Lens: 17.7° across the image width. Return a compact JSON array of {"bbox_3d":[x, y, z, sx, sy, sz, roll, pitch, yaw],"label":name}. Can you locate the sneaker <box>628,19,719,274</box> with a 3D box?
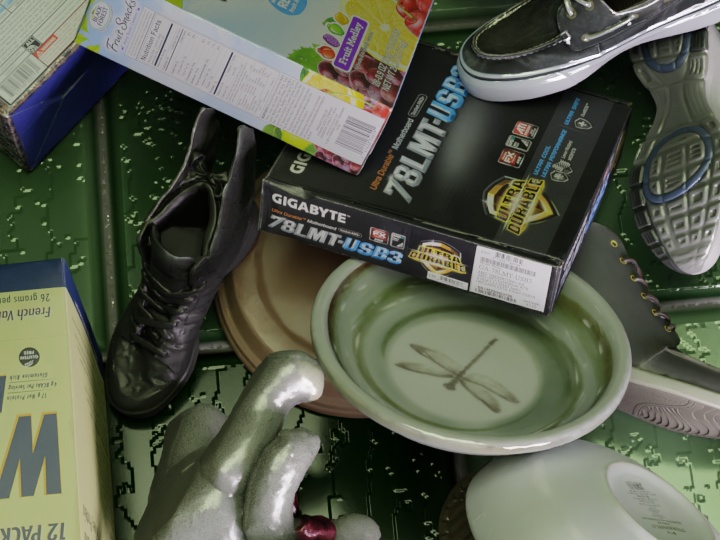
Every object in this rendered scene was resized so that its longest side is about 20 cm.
[{"bbox_3d":[0.229,-0.088,1.548,0.074,0.087,0.200,-12,62,33],"label":"sneaker"}]

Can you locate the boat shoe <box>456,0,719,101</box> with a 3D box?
[{"bbox_3d":[0.152,-0.178,1.520,0.200,0.071,0.072,-23,53,3],"label":"boat shoe"}]

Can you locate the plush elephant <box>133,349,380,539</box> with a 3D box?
[{"bbox_3d":[-0.050,0.173,1.423,0.155,0.165,0.200,35,50,-16],"label":"plush elephant"}]

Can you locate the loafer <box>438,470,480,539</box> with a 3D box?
[{"bbox_3d":[0.124,0.207,1.454,0.076,0.067,0.200,-48,59,14],"label":"loafer"}]

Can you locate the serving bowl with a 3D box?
[{"bbox_3d":[0.163,0.167,1.399,0.200,0.200,0.066,41,112,14],"label":"serving bowl"}]

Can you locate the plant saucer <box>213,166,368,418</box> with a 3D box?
[{"bbox_3d":[0.000,0.000,1.551,0.200,0.029,0.200,0,70,-1],"label":"plant saucer"}]

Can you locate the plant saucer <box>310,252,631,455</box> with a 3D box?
[{"bbox_3d":[0.066,0.056,1.437,0.200,0.050,0.200,6,39,-5],"label":"plant saucer"}]

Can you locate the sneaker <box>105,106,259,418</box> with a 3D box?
[{"bbox_3d":[-0.119,-0.002,1.490,0.060,0.104,0.200,28,87,15],"label":"sneaker"}]

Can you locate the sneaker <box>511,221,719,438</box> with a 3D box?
[{"bbox_3d":[0.186,0.035,1.513,0.200,0.075,0.106,19,70,8],"label":"sneaker"}]

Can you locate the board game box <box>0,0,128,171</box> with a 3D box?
[{"bbox_3d":[-0.253,-0.198,1.588,0.200,0.097,0.159,39,74,13],"label":"board game box"}]

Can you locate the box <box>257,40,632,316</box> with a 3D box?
[{"bbox_3d":[0.059,-0.070,1.514,0.198,0.050,0.200,18,40,10],"label":"box"}]

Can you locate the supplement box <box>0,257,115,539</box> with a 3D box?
[{"bbox_3d":[-0.227,0.124,1.414,0.134,0.200,0.200,-6,71,-1],"label":"supplement box"}]

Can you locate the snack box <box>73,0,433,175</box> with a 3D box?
[{"bbox_3d":[-0.062,-0.170,1.489,0.200,0.068,0.169,24,40,-4],"label":"snack box"}]
